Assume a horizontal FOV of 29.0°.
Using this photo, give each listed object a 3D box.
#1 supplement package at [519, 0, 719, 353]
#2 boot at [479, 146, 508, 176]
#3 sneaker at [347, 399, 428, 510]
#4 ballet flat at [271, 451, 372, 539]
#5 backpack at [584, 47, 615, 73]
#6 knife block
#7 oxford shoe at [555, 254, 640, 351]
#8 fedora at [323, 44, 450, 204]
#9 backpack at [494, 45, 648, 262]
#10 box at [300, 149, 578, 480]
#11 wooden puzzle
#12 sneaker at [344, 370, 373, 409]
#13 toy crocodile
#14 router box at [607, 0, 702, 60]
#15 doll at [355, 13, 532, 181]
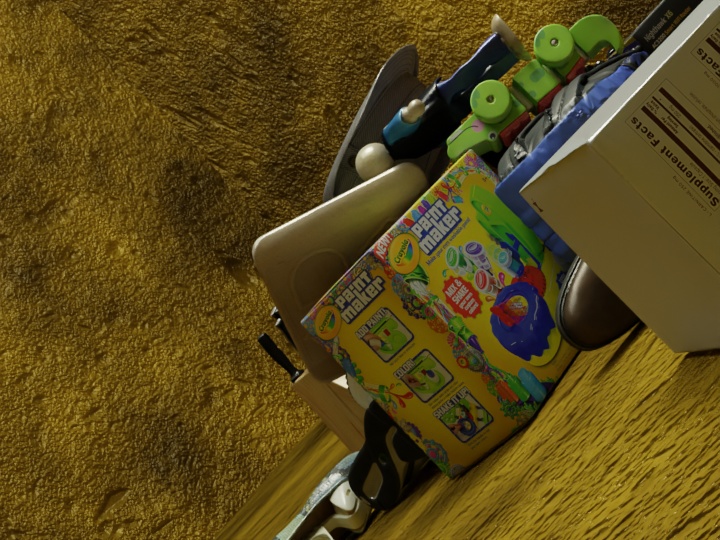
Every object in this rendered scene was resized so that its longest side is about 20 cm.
[{"bbox_3d":[0.223,-0.076,0.793,0.200,0.147,0.191,-45,0,-6],"label":"supplement package"},{"bbox_3d":[0.153,-0.042,1.366,0.076,0.201,0.156,-9,-44,-5],"label":"boot"},{"bbox_3d":[0.057,0.139,1.364,0.115,0.075,0.201,-44,-14,-43],"label":"sneaker"},{"bbox_3d":[-0.032,0.265,1.415,0.200,0.074,0.074,-48,1,-26],"label":"ballet flat"},{"bbox_3d":[0.252,-0.104,1.446,0.200,0.167,0.127,-45,44,1],"label":"backpack"},{"bbox_3d":[-0.032,0.126,1.574,0.064,0.174,0.202,-44,-42,-31],"label":"knife block"},{"bbox_3d":[0.225,-0.020,1.062,0.200,0.073,0.084,-46,2,-11],"label":"oxford shoe"},{"bbox_3d":[0.043,-0.124,1.452,0.202,0.090,0.177,-62,-10,16],"label":"fedora"},{"bbox_3d":[0.224,-0.093,1.230,0.163,0.168,0.200,-51,-11,26],"label":"backpack"},{"bbox_3d":[0.089,0.036,1.234,0.122,0.193,0.200,-45,0,43],"label":"box"},{"bbox_3d":[0.000,0.000,1.395,0.184,0.201,0.046,-27,42,-4],"label":"wooden puzzle"},{"bbox_3d":[0.037,0.088,1.371,0.070,0.093,0.201,-41,-40,-28],"label":"sneaker"},{"bbox_3d":[0.160,-0.167,1.307,0.200,0.062,0.068,-42,-17,-2],"label":"toy crocodile"},{"bbox_3d":[0.363,-0.221,1.393,0.200,0.157,0.052,-46,0,-29],"label":"router box"},{"bbox_3d":[0.077,-0.153,1.343,0.200,0.049,0.136,-42,-18,8],"label":"doll"}]
